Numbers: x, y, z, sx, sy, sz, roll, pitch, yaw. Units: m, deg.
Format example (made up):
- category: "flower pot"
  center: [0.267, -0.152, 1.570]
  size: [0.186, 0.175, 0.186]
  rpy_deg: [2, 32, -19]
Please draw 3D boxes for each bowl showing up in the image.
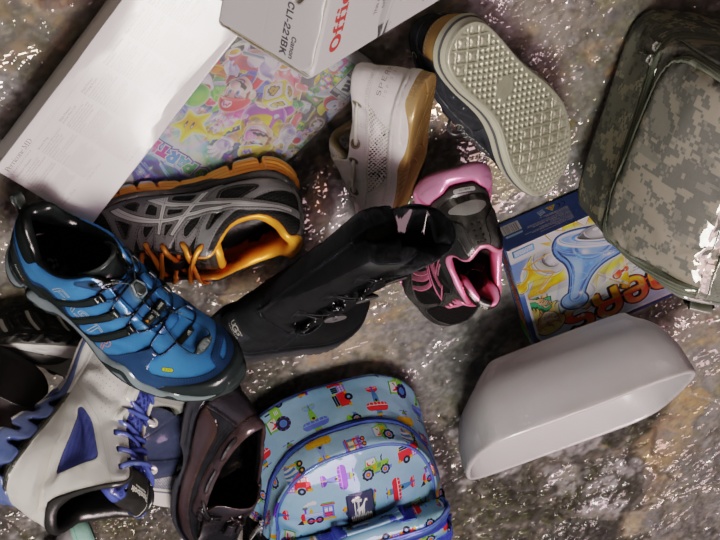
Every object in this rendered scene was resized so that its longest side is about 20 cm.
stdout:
- category: "bowl"
  center: [0.172, 0.104, 1.873]
  size: [0.200, 0.075, 0.200]
  rpy_deg: [-21, 166, -9]

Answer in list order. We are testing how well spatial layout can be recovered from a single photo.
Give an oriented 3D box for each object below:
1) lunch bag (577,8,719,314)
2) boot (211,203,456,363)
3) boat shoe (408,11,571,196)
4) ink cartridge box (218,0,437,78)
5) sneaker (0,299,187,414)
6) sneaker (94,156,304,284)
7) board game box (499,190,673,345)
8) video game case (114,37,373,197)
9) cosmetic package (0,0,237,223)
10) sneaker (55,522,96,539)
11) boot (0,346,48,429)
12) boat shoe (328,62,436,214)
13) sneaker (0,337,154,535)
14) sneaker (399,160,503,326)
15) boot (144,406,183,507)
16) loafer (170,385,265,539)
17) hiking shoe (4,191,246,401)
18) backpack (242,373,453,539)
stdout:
- category: "lunch bag"
  center: [0.270, -0.088, 1.691]
  size: [0.139, 0.168, 0.200]
  rpy_deg: [8, 114, -22]
- category: "boot"
  center: [-0.001, 0.000, 1.665]
  size: [0.165, 0.066, 0.200]
  rpy_deg: [-22, 169, -46]
- category: "boat shoe"
  center: [0.100, -0.130, 1.673]
  size: [0.075, 0.062, 0.200]
  rpy_deg: [-53, 134, -10]
- category: "ink cartridge box"
  center: [0.005, -0.236, 1.452]
  size: [0.200, 0.084, 0.145]
  rpy_deg: [-37, 150, -45]
- category: "sneaker"
  center: [-0.202, 0.073, 1.705]
  size: [0.200, 0.074, 0.079]
  rpy_deg: [12, 113, -33]
- category: "sneaker"
  center: [-0.134, -0.022, 1.630]
  size: [0.200, 0.077, 0.078]
  rpy_deg: [-21, 137, -4]
- category: "board game box"
  center: [0.220, -0.021, 1.849]
  size: [0.200, 0.034, 0.136]
  rpy_deg: [-24, 135, -3]
- category: "video game case"
  center: [-0.103, -0.115, 1.626]
  size: [0.200, 0.018, 0.143]
  rpy_deg: [-43, 134, 16]
- category: "cosmetic package"
  center: [-0.168, -0.133, 1.544]
  size: [0.082, 0.051, 0.200]
  rpy_deg: [32, 113, -21]
- category: "sneaker"
  center: [-0.294, 0.294, 1.868]
  size: [0.140, 0.078, 0.200]
  rpy_deg: [-5, 131, -22]
- category: "boot"
  center: [-0.354, 0.096, 1.673]
  size: [0.188, 0.069, 0.200]
  rpy_deg: [29, 135, -18]
- category: "boat shoe"
  center: [0.011, -0.092, 1.670]
  size: [0.069, 0.071, 0.200]
  rpy_deg: [21, 145, 8]
- category: "sneaker"
  center: [-0.179, 0.119, 1.603]
  size: [0.199, 0.115, 0.081]
  rpy_deg: [-49, 152, -11]
- category: "sneaker"
  center: [0.080, 0.002, 1.749]
  size: [0.079, 0.096, 0.200]
  rpy_deg: [-19, 151, -11]
- category: "boot"
  center: [-0.203, 0.135, 1.779]
  size: [0.200, 0.073, 0.090]
  rpy_deg: [8, 121, -41]
- category: "loafer"
  center: [-0.110, 0.172, 1.783]
  size: [0.072, 0.063, 0.200]
  rpy_deg: [-31, 144, -31]
- category: "hiking shoe"
  center: [-0.170, 0.024, 1.549]
  size: [0.074, 0.200, 0.087]
  rpy_deg: [-57, 171, -23]
- category: "backpack"
  center: [-0.010, 0.193, 1.870]
  size: [0.182, 0.135, 0.200]
  rpy_deg: [-13, 131, -15]
